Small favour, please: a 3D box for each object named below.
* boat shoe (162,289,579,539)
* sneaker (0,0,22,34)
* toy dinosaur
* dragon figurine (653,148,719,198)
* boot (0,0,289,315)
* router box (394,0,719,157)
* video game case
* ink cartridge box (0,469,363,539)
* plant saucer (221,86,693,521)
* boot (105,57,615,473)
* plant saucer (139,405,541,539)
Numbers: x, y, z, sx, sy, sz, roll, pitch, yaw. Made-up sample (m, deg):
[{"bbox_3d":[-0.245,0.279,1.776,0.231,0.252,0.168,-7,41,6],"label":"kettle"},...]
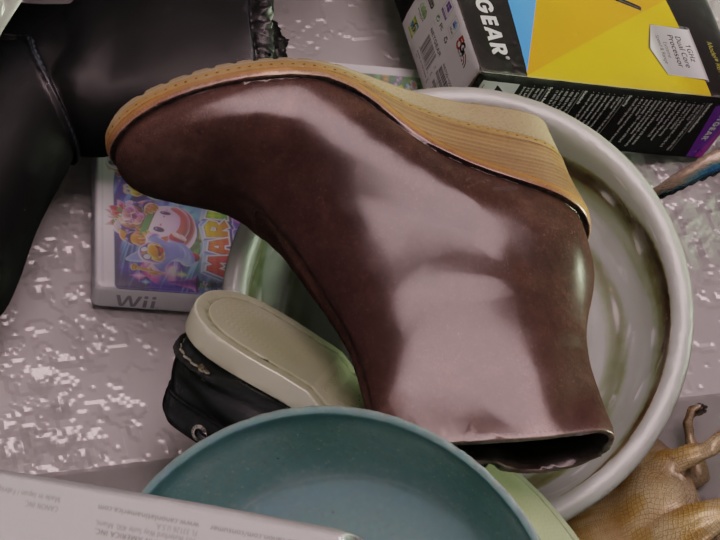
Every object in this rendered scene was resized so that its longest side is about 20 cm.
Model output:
[{"bbox_3d":[0.002,0.090,1.141,0.199,0.066,0.075,34,24,6],"label":"boat shoe"},{"bbox_3d":[-0.198,-0.124,1.230,0.200,0.114,0.073,-45,117,-22],"label":"sneaker"},{"bbox_3d":[0.137,0.114,1.203,0.101,0.058,0.200,-10,47,-3],"label":"toy dinosaur"},{"bbox_3d":[0.226,-0.057,1.328,0.200,0.100,0.059,-39,28,-28],"label":"dragon figurine"},{"bbox_3d":[-0.110,-0.062,1.228,0.162,0.073,0.198,-8,48,2],"label":"boot"},{"bbox_3d":[0.085,-0.149,1.364,0.149,0.051,0.200,4,51,-28],"label":"router box"},{"bbox_3d":[-0.022,-0.038,1.291,0.200,0.018,0.143,4,53,-11],"label":"video game case"},{"bbox_3d":[-0.095,0.181,1.046,0.162,0.057,0.200,8,80,19],"label":"ink cartridge box"},{"bbox_3d":[0.041,0.023,1.216,0.200,0.050,0.200,0,73,0],"label":"plant saucer"},{"bbox_3d":[0.000,0.000,1.135,0.200,0.072,0.167,3,53,-12],"label":"boot"},{"bbox_3d":[-0.011,0.152,1.080,0.200,0.036,0.200,-2,84,19],"label":"plant saucer"}]
